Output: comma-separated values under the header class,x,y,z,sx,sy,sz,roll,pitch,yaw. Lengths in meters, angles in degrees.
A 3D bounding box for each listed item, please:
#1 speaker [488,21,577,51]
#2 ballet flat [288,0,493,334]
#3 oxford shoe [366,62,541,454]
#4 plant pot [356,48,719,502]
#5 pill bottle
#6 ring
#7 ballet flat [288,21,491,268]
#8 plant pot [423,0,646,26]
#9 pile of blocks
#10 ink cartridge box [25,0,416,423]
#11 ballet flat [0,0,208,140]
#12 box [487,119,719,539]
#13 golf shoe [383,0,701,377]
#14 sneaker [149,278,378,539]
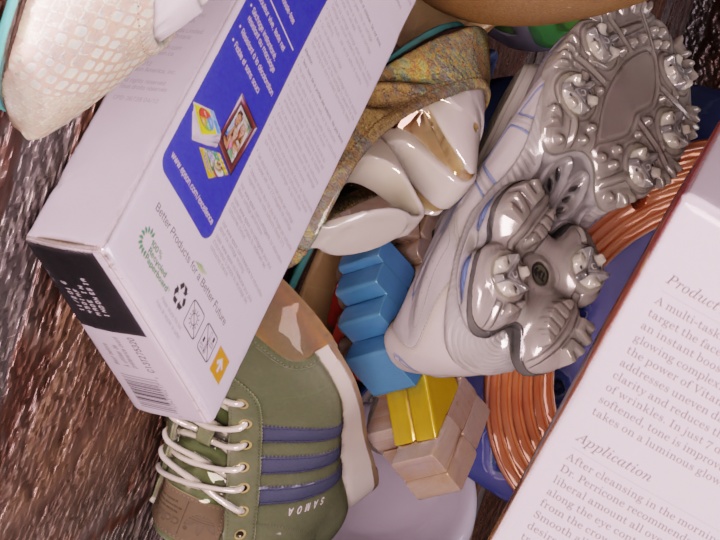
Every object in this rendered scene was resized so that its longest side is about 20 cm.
class,x,y,z,sx,sy,sz,roll,pitch,yaw
speaker,0.083,-0.164,1.150,0.200,0.088,0.089,28,81,-80
ballet flat,0.013,-0.039,1.057,0.069,0.063,0.200,-48,156,-80
oxford shoe,0.056,0.003,1.039,0.075,0.058,0.200,-73,-172,-71
plant pot,0.084,-0.005,1.178,0.200,0.180,0.200,-43,150,-69
pill bottle,0.000,0.168,1.243,0.200,0.111,0.111,96,16,-54
ring,0.141,0.031,1.052,0.019,0.200,0.201,44,-55,52
ballet flat,0.008,-0.045,0.889,0.200,0.071,0.071,-28,138,-54
plant pot,0.069,-0.171,0.879,0.200,0.186,0.187,136,-23,-73
pile of blocks,0.000,0.000,0.978,0.082,0.062,0.200,10,68,-49
ink cartridge box,-0.038,-0.057,0.759,0.200,0.037,0.095,-63,148,-28
ballet flat,-0.039,-0.124,0.624,0.067,0.062,0.200,52,58,-78
box,0.142,0.051,0.918,0.200,0.106,0.152,-64,173,26
golf shoe,0.069,-0.036,0.945,0.097,0.078,0.200,-20,-152,48
sneaker,-0.048,0.075,0.929,0.090,0.067,0.200,-49,153,-18
